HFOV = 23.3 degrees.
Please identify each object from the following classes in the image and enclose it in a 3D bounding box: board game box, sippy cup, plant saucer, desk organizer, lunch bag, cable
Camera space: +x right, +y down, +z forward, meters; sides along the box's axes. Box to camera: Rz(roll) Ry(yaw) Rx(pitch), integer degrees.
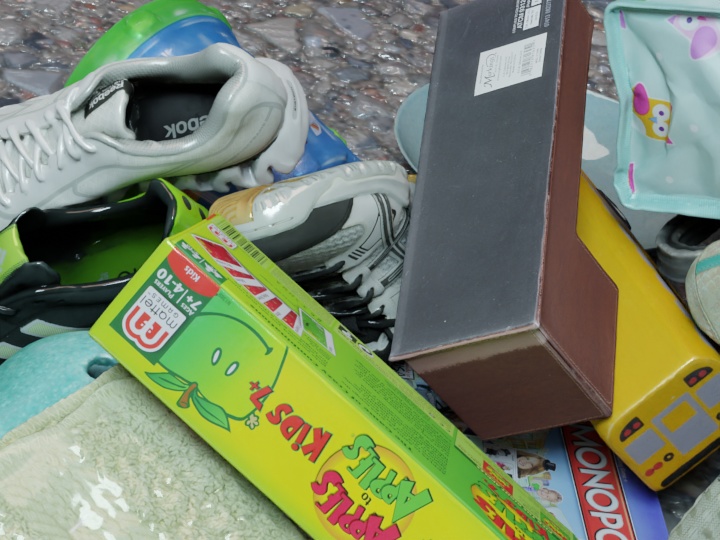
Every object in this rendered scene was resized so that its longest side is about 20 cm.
[{"bbox_3d":[-0.004,0.066,0.665,0.200,0.048,0.102,42,9,-1],"label":"board game box"},{"bbox_3d":[0.072,0.115,0.791,0.133,0.029,0.201,7,33,-8],"label":"board game box"},{"bbox_3d":[-0.074,-0.051,0.902,0.130,0.140,0.178,35,61,21],"label":"sippy cup"},{"bbox_3d":[0.114,-0.054,1.053,0.199,0.039,0.202,9,34,-6],"label":"plant saucer"},{"bbox_3d":[0.073,-0.031,0.791,0.071,0.077,0.202,-15,48,30],"label":"desk organizer"},{"bbox_3d":[0.232,-0.093,0.785,0.198,0.123,0.170,8,31,28],"label":"lunch bag"},{"bbox_3d":[0.185,-0.048,0.857,0.096,0.051,0.199,14,24,35],"label":"cable"}]

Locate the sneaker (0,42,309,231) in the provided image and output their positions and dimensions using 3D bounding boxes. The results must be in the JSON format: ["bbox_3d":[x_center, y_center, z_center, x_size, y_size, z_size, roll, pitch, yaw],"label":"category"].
[{"bbox_3d":[-0.125,-0.056,0.775,0.198,0.076,0.081,-19,-10,8],"label":"sneaker"}]

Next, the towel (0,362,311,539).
[{"bbox_3d":[-0.065,0.137,0.615,0.200,0.036,0.148,48,55,3],"label":"towel"}]

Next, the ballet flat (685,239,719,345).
[{"bbox_3d":[0.235,0.030,0.756,0.198,0.062,0.068,15,64,-16],"label":"ballet flat"}]

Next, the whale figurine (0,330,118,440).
[{"bbox_3d":[-0.135,0.090,0.686,0.199,0.105,0.159,-18,44,-40],"label":"whale figurine"}]

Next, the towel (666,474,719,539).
[{"bbox_3d":[0.194,0.137,0.624,0.034,0.201,0.193,-11,51,-44],"label":"towel"}]

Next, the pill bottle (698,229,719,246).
[{"bbox_3d":[0.244,0.026,0.909,0.110,0.112,0.201,3,34,-15],"label":"pill bottle"}]

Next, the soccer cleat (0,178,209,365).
[{"bbox_3d":[-0.156,0.013,0.757,0.198,0.081,0.068,-23,63,2],"label":"soccer cleat"}]

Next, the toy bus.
[{"bbox_3d":[0.114,0.015,0.841,0.078,0.065,0.201,42,13,-39],"label":"toy bus"}]

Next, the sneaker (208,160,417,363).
[{"bbox_3d":[0.000,0.000,0.802,0.075,0.089,0.200,-10,-4,25],"label":"sneaker"}]
